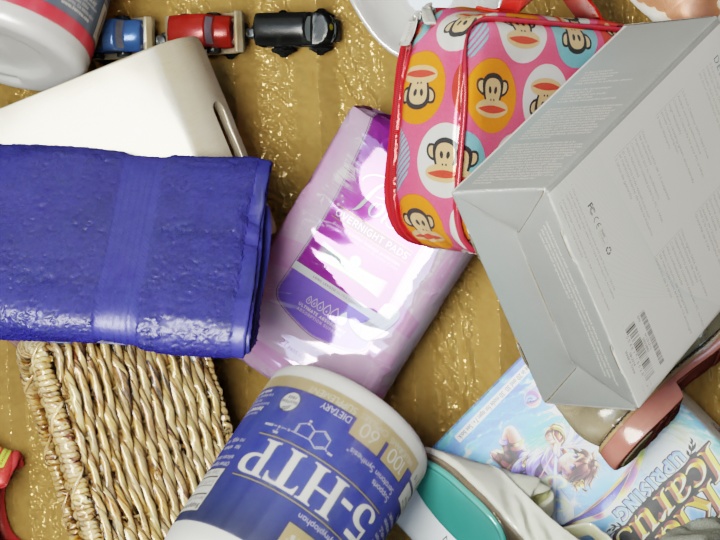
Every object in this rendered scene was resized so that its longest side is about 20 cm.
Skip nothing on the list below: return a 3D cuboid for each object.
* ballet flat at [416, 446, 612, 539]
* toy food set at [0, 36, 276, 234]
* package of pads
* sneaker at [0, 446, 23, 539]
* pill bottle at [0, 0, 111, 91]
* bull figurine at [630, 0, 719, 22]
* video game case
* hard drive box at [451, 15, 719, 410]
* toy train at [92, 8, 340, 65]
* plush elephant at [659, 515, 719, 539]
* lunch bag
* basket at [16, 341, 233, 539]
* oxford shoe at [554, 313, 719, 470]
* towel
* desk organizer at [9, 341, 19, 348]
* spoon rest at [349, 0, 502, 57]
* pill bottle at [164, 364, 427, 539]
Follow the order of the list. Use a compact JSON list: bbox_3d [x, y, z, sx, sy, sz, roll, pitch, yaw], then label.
[{"bbox_3d":[0.114,0.173,1.275,0.200,0.069,0.070,40,102,38],"label":"ballet flat"},{"bbox_3d":[-0.174,-0.056,1.339,0.199,0.060,0.144,-22,90,3],"label":"toy food set"},{"bbox_3d":[0.000,0.000,1.350,0.120,0.076,0.201,33,99,8],"label":"package of pads"},{"bbox_3d":[-0.288,0.137,1.438,0.085,0.077,0.201,-20,93,3],"label":"sneaker"},{"bbox_3d":[-0.217,-0.236,1.358,0.119,0.120,0.201,10,72,14],"label":"pill bottle"},{"bbox_3d":[0.198,-0.216,1.289,0.200,0.065,0.122,37,93,21],"label":"bull figurine"},{"bbox_3d":[0.144,0.151,1.332,0.181,0.045,0.200,45,101,9],"label":"video game case"},{"bbox_3d":[0.165,-0.037,1.210,0.077,0.200,0.156,1,124,46],"label":"hard drive box"},{"bbox_3d":[-0.113,-0.164,1.390,0.199,0.046,0.034,-1,91,15],"label":"toy train"},{"bbox_3d":[0.264,0.226,1.234,0.164,0.155,0.201,6,85,38],"label":"plush elephant"},{"bbox_3d":[0.108,-0.097,1.258,0.082,0.199,0.177,8,94,47],"label":"lunch bag"},{"bbox_3d":[-0.177,0.137,1.340,0.142,0.149,0.201,-20,87,44],"label":"basket"},{"bbox_3d":[0.204,0.033,1.276,0.075,0.071,0.200,41,72,14],"label":"oxford shoe"},{"bbox_3d":[-0.157,-0.010,1.265,0.199,0.050,0.148,5,55,2],"label":"towel"},{"bbox_3d":[-0.195,-0.042,1.402,0.077,0.072,0.200,41,101,8],"label":"desk organizer"},{"bbox_3d":[0.009,-0.219,1.351,0.200,0.061,0.100,39,100,11],"label":"spoon rest"},{"bbox_3d":[-0.054,0.171,1.253,0.119,0.120,0.200,27,64,12],"label":"pill bottle"}]
